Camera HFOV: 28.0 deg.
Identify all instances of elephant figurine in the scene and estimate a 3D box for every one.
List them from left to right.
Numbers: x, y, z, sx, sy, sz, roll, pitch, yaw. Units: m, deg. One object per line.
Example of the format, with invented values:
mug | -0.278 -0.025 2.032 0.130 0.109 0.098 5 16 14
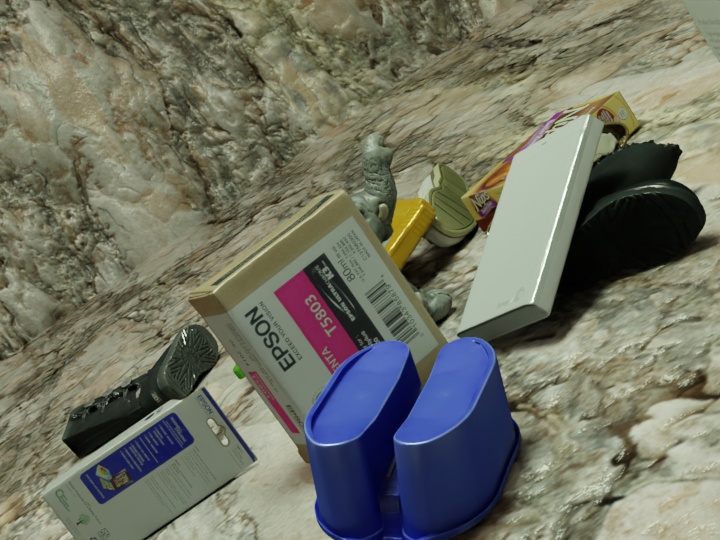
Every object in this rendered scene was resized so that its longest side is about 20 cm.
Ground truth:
elephant figurine | -0.007 -0.012 1.521 0.141 0.200 0.155 -21 18 46

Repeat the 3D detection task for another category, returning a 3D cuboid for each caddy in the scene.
caddy | 0.041 0.133 1.080 0.141 0.105 0.200 -3 24 21

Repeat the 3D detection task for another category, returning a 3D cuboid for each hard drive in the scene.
hard drive | 0.157 -0.037 1.335 0.132 0.026 0.200 -29 36 59

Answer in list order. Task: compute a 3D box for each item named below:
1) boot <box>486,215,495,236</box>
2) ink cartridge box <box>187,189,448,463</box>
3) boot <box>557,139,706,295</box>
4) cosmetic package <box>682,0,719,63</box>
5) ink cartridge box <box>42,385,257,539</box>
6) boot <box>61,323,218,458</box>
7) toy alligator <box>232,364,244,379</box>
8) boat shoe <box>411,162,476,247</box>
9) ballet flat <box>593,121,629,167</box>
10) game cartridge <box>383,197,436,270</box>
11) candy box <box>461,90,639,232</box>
boot | 0.198 -0.060 1.473 0.074 0.076 0.200 -24 15 47
ink cartridge box | -0.032 0.053 1.334 0.165 0.200 0.075 -40 12 -22
boot | 0.255 -0.065 1.333 0.198 0.073 0.162 -31 15 48
cosmetic package | 0.423 -0.269 1.384 0.165 0.200 0.165 -35 12 -3
ink cartridge box | -0.212 0.206 1.466 0.200 0.100 0.039 -33 11 2
boot | -0.301 0.163 1.975 0.200 0.066 0.165 -33 9 27
toy alligator | -0.121 0.082 1.796 0.054 0.059 0.200 -31 12 13
boat shoe | 0.097 -0.067 1.800 0.068 0.075 0.200 -51 8 21
ballet flat | 0.229 -0.107 1.582 0.200 0.068 0.072 -36 -6 -30
game cartridge | 0.000 0.000 1.728 0.200 0.032 0.176 -57 17 -11
candy box | 0.226 -0.129 1.711 0.200 0.056 0.117 -42 14 -28
